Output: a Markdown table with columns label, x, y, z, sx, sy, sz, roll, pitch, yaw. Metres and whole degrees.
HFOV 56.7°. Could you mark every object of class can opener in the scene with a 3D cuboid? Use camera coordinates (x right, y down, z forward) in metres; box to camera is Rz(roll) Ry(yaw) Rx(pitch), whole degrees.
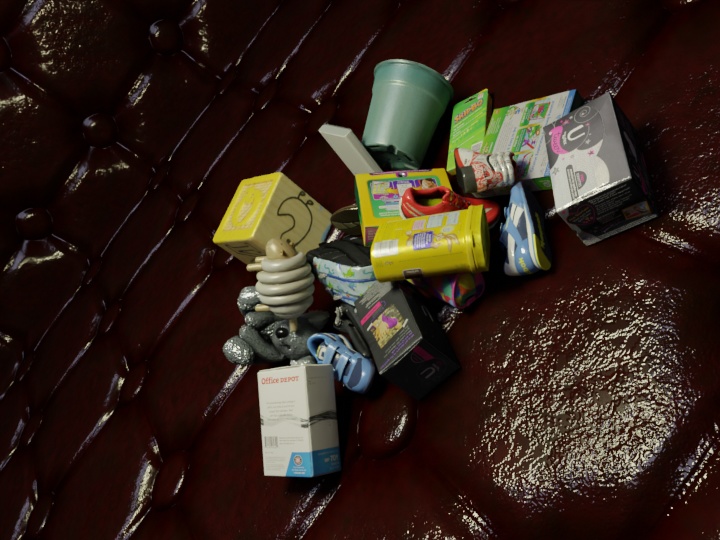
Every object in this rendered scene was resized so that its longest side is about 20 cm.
| label | x | y | z | sx | sy | sz | roll | pitch | yaw |
| --- | --- | --- | --- | --- | --- | --- | --- | --- | --- |
| can opener | -0.004 | 0.114 | 1.331 | 0.200 | 0.077 | 0.064 | -136 | 56 | -70 |

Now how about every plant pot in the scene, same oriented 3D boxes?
| label | x | y | z | sx | sy | sz | roll | pitch | yaw |
| --- | --- | --- | --- | --- | --- | --- | --- | --- | --- |
| plant pot | 0.096 | -0.346 | 1.549 | 0.199 | 0.199 | 0.199 | 4 | 71 | 50 |

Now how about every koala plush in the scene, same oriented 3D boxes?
| label | x | y | z | sx | sy | sz | roll | pitch | yaw |
| --- | --- | --- | --- | --- | --- | --- | --- | --- | --- |
| koala plush | -0.165 | 0.146 | 1.491 | 0.197 | 0.184 | 0.180 | 5 | 72 | 27 |

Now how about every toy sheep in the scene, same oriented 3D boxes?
| label | x | y | z | sx | sy | sz | roll | pitch | yaw |
| --- | --- | --- | --- | --- | --- | --- | --- | --- | --- |
| toy sheep | -0.159 | 0.030 | 1.394 | 0.136 | 0.203 | 0.138 | -9 | 18 | 3 |

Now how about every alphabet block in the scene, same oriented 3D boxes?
| label | x | y | z | sx | sy | sz | roll | pitch | yaw |
| --- | --- | --- | --- | --- | --- | --- | --- | --- | --- |
| alphabet block | -0.219 | -0.106 | 1.696 | 0.195 | 0.199 | 0.197 | -3 | 59 | 48 |

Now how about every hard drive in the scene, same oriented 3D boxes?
| label | x | y | z | sx | sy | sz | roll | pitch | yaw |
| --- | --- | --- | --- | --- | --- | --- | --- | --- | --- |
| hard drive | -0.004 | -0.256 | 1.567 | 0.027 | 0.200 | 0.132 | -49 | 34 | -9 |

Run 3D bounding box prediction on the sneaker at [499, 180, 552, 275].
| label | x | y | z | sx | sy | sz | roll | pitch | yaw |
| --- | --- | --- | --- | --- | --- | --- | --- | --- | --- |
| sneaker | 0.283 | -0.077 | 1.195 | 0.082 | 0.074 | 0.202 | -28 | 42 | 35 |

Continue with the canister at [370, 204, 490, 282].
| label | x | y | z | sx | sy | sz | roll | pitch | yaw |
| --- | --- | --- | --- | --- | --- | --- | --- | --- | --- |
| canister | 0.128 | -0.046 | 1.203 | 0.197 | 0.088 | 0.149 | -8 | 27 | 18 |

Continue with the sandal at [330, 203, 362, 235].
| label | x | y | z | sx | sy | sz | roll | pitch | yaw |
| --- | --- | --- | --- | --- | --- | --- | --- | --- | --- |
| sandal | 0.017 | -0.145 | 1.562 | 0.199 | 0.082 | 0.055 | -29 | 25 | 33 |

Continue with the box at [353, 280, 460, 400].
| label | x | y | z | sx | sy | sz | roll | pitch | yaw |
| --- | --- | --- | --- | --- | --- | --- | --- | --- | --- |
| box | 0.082 | 0.114 | 1.228 | 0.106 | 0.122 | 0.201 | -41 | 37 | 16 |

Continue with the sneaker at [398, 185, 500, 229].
| label | x | y | z | sx | sy | sz | roll | pitch | yaw |
| --- | --- | --- | --- | --- | --- | --- | --- | --- | --- |
| sneaker | 0.172 | -0.120 | 1.266 | 0.197 | 0.085 | 0.078 | 3 | 55 | -1 |

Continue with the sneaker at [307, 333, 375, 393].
| label | x | y | z | sx | sy | sz | roll | pitch | yaw |
| --- | --- | --- | --- | --- | --- | --- | --- | --- | --- |
| sneaker | -0.041 | 0.182 | 1.329 | 0.199 | 0.082 | 0.075 | 29 | 97 | 56 |

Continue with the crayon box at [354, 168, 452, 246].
| label | x | y | z | sx | sy | sz | roll | pitch | yaw |
| --- | --- | --- | --- | --- | --- | --- | --- | --- | --- |
| crayon box | 0.094 | -0.132 | 1.376 | 0.197 | 0.059 | 0.174 | -4 | 45 | -5 |

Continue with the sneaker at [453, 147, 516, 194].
| label | x | y | z | sx | sy | sz | roll | pitch | yaw |
| --- | --- | --- | --- | --- | --- | --- | --- | --- | --- |
| sneaker | 0.241 | -0.199 | 1.290 | 0.106 | 0.068 | 0.202 | -10 | 21 | 6 |

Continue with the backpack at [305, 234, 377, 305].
| label | x | y | z | sx | sy | sz | roll | pitch | yaw |
| --- | --- | --- | --- | --- | --- | --- | --- | --- | --- |
| backpack | 0.000 | 0.000 | 1.395 | 0.199 | 0.161 | 0.156 | -6 | 97 | 59 |

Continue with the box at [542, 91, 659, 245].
| label | x | y | z | sx | sy | sz | roll | pitch | yaw |
| --- | --- | --- | --- | --- | --- | --- | --- | --- | --- |
| box | 0.391 | -0.168 | 1.107 | 0.131 | 0.114 | 0.202 | -25 | 44 | 34 |

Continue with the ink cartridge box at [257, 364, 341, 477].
| label | x | y | z | sx | sy | sz | roll | pitch | yaw |
| --- | --- | --- | --- | --- | --- | --- | --- | --- | --- |
| ink cartridge box | -0.120 | 0.288 | 1.289 | 0.145 | 0.085 | 0.203 | -14 | 76 | 42 |

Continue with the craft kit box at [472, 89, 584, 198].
| label | x | y | z | sx | sy | sz | roll | pitch | yaw |
| --- | --- | --- | --- | --- | --- | --- | --- | --- | --- |
| craft kit box | 0.323 | -0.245 | 1.314 | 0.196 | 0.048 | 0.202 | 1 | 62 | 47 |

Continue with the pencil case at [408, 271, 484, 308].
| label | x | y | z | sx | sy | sz | roll | pitch | yaw |
| --- | --- | --- | --- | --- | --- | --- | --- | --- | --- |
| pencil case | 0.148 | 0.008 | 1.278 | 0.089 | 0.088 | 0.199 | -56 | 34 | -3 |

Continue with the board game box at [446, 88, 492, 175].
| label | x | y | z | sx | sy | sz | roll | pitch | yaw |
| --- | --- | --- | --- | --- | --- | --- | --- | --- | --- |
| board game box | 0.242 | -0.307 | 1.474 | 0.095 | 0.030 | 0.202 | -19 | 51 | 39 |
